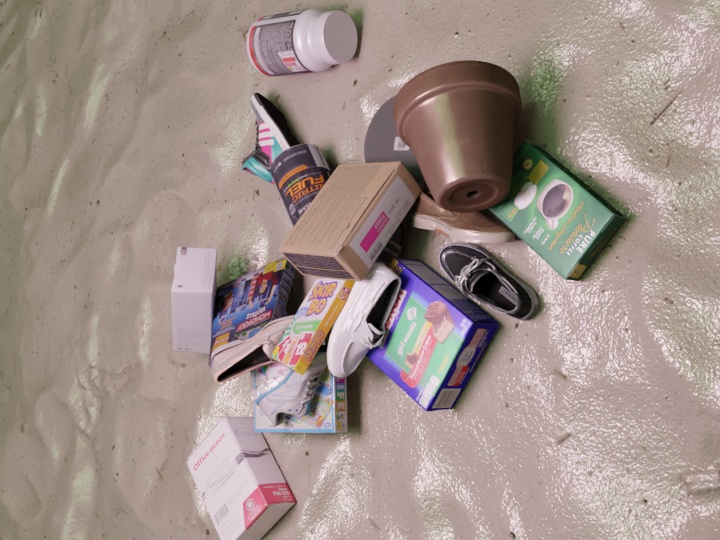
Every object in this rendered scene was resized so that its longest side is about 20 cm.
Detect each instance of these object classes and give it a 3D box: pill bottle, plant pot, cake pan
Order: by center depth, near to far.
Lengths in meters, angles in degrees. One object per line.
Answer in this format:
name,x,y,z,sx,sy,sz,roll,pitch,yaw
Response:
plant pot,0.156,-0.187,1.391,0.200,0.200,0.176,-26,60,36
cake pan,0.082,-0.218,1.582,0.199,0.037,0.202,-7,79,40
pill bottle,-0.084,-0.122,1.668,0.106,0.106,0.201,-41,60,29
pill bottle,-0.110,-0.429,1.731,0.199,0.116,0.117,6,87,42

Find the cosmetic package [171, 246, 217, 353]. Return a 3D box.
cosmetic package,-0.321,0.059,1.785,0.200,0.081,0.113,104,168,-51

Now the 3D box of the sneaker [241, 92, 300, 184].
sneaker,-0.190,-0.244,1.800,0.121,0.083,0.201,-41,60,18

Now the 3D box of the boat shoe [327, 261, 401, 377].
boat shoe,0.011,0.088,1.484,0.068,0.072,0.201,30,96,42

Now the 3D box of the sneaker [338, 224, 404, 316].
sneaker,0.000,0.000,1.602,0.201,0.075,0.115,-60,10,-13

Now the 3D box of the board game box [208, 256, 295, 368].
board game box,-0.207,0.096,1.718,0.199,0.062,0.201,-22,43,36

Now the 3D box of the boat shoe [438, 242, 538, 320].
boat shoe,0.185,0.014,1.436,0.199,0.068,0.074,44,111,37

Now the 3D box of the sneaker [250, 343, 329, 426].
sneaker,-0.098,0.198,1.563,0.200,0.075,0.087,-41,74,33

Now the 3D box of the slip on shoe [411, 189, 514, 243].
slip on shoe,0.162,-0.086,1.469,0.200,0.076,0.061,19,108,49

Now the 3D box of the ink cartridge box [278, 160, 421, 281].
ink cartridge box,-0.017,-0.084,1.516,0.164,0.075,0.200,8,56,50

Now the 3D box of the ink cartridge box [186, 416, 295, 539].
ink cartridge box,-0.229,0.396,1.731,0.146,0.085,0.200,-49,57,25

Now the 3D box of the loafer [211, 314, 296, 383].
loafer,-0.171,0.144,1.618,0.199,0.072,0.063,-23,37,12

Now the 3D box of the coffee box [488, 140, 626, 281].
coffee box,0.286,-0.090,1.379,0.200,0.044,0.123,47,113,36

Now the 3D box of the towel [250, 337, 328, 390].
towel,-0.128,0.191,1.699,0.199,0.048,0.172,-26,67,36

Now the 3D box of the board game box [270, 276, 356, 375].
board game box,-0.071,0.071,1.516,0.201,0.030,0.095,-57,28,-10

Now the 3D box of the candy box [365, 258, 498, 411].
candy box,0.100,0.100,1.492,0.200,0.077,0.170,40,112,39

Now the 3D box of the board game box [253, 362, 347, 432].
board game box,-0.109,0.219,1.628,0.199,0.034,0.135,-7,81,40
